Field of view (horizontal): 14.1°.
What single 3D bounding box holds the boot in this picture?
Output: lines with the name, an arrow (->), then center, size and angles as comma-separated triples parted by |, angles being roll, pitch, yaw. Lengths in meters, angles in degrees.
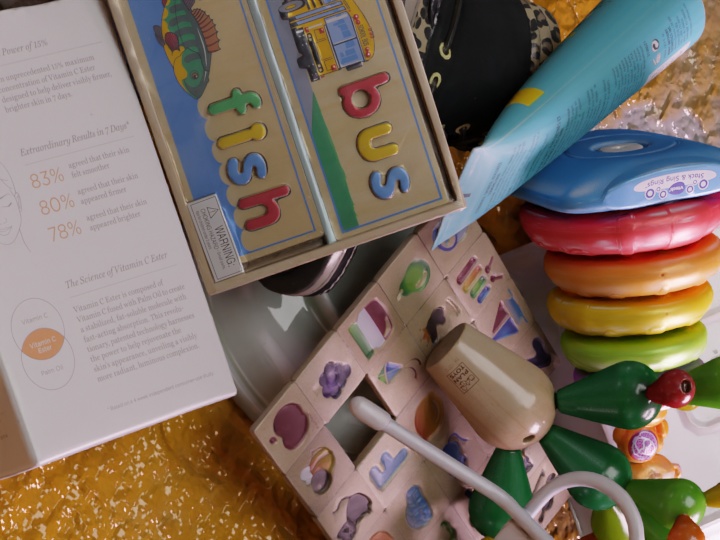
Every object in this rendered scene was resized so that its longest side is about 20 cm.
boot -> 0.028, -0.070, 1.471 | 0.153, 0.073, 0.205 | 25, 79, -51

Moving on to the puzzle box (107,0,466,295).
puzzle box -> -0.041, -0.102, 1.363 | 0.132, 0.025, 0.201 | -19, 98, -3

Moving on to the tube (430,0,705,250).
tube -> 0.103, -0.086, 1.474 | 0.050, 0.078, 0.200 | 34, 50, 16

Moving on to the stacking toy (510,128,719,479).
stacking toy -> 0.141, 0.033, 1.515 | 0.115, 0.110, 0.201 | -10, 104, -23

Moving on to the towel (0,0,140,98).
towel -> -0.133, -0.179, 1.394 | 0.200, 0.146, 0.024 | 54, 25, -16

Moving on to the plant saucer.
plant saucer -> 0.000, 0.000, 1.510 | 0.199, 0.050, 0.201 | 14, 67, -37

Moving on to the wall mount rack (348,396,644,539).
wall mount rack -> 0.036, 0.162, 1.416 | 0.174, 0.200, 0.074 | 43, 16, 19

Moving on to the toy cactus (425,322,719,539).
toy cactus -> 0.099, 0.097, 1.462 | 0.165, 0.200, 0.102 | 41, 35, -10

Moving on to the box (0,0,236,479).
box -> -0.160, -0.012, 1.345 | 0.124, 0.097, 0.201 | -18, 89, -42

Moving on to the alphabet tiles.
alphabet tiles -> 0.040, 0.084, 1.487 | 0.167, 0.008, 0.200 | -50, 130, -22

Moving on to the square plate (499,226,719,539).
square plate -> 0.189, 0.053, 1.581 | 0.199, 0.028, 0.199 | -22, 94, -14
